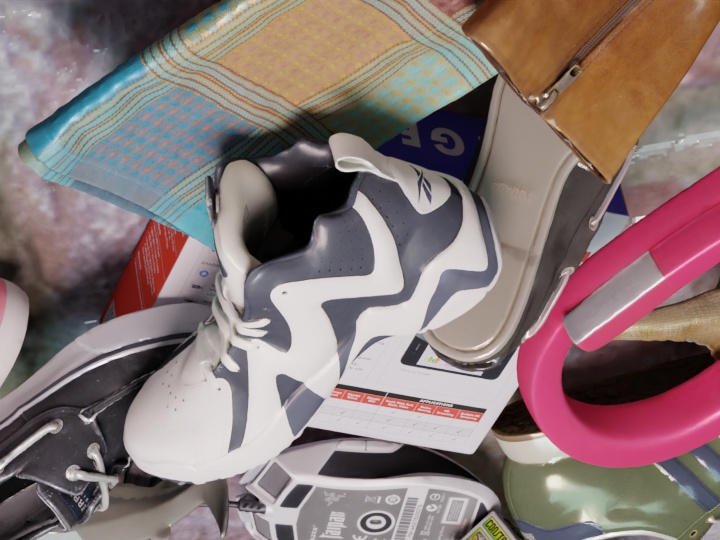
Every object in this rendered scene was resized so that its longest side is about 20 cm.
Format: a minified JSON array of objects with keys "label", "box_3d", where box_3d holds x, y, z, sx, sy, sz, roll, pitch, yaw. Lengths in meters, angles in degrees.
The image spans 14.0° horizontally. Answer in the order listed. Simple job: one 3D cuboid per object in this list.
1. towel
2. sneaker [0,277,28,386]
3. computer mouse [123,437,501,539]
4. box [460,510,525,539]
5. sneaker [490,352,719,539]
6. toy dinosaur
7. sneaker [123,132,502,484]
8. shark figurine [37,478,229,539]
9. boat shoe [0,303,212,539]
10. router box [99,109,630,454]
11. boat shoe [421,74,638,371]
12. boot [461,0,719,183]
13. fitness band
[{"label":"towel","box_3d":[-0.027,-0.077,1.226,0.200,0.022,0.147,-31,150,22]},{"label":"sneaker","box_3d":[-0.255,0.054,1.381,0.200,0.075,0.105,-36,126,20]},{"label":"computer mouse","box_3d":[-0.027,0.114,1.518,0.199,0.044,0.110,6,134,-12]},{"label":"box","box_3d":[0.128,0.203,1.557,0.035,0.110,0.200,-43,147,6]},{"label":"sneaker","box_3d":[0.167,0.097,1.489,0.200,0.067,0.090,-12,108,-8]},{"label":"toy dinosaur","box_3d":[0.192,0.013,1.420,0.199,0.058,0.101,-2,122,-31]},{"label":"sneaker","box_3d":[-0.050,0.008,1.258,0.199,0.080,0.130,-30,139,23]},{"label":"shark figurine","box_3d":[-0.146,0.134,1.451,0.214,0.090,0.128,-1,146,19]},{"label":"boat shoe","box_3d":[-0.141,0.088,1.351,0.200,0.068,0.072,-28,141,-3]},{"label":"router box","box_3d":[0.000,0.000,1.395,0.199,0.049,0.180,12,133,-23]},{"label":"boat shoe","box_3d":[0.084,-0.048,1.316,0.200,0.067,0.057,-63,164,-1]},{"label":"boot","box_3d":[0.162,-0.117,1.222,0.188,0.068,0.200,37,89,-38]},{"label":"fitness band","box_3d":[0.165,0.018,1.360,0.200,0.037,0.144,-35,142,13]}]
